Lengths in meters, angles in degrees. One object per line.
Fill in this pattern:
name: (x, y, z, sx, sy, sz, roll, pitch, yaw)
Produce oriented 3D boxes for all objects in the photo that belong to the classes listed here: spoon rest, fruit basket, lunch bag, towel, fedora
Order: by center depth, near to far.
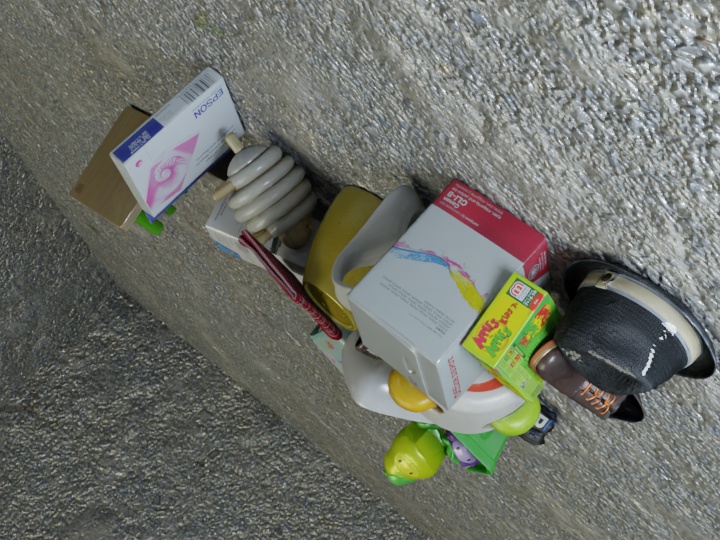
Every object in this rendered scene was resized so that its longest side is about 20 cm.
fedora: (0.281, 0.078, 1.306, 0.200, 0.092, 0.201, 40, 165, 13)
spoon rest: (0.022, -0.029, 1.493, 0.061, 0.200, 0.100, 14, 134, 27)
towel: (-0.100, 0.026, 1.752, 0.145, 0.022, 0.200, 48, 180, 27)
fruit basket: (0.125, 0.285, 2.055, 0.216, 0.216, 0.155, 45, 165, -7)
lunch bag: (0.004, 0.136, 2.117, 0.170, 0.122, 0.200, 43, 159, -4)

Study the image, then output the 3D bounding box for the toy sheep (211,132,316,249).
toy sheep: (-0.140, -0.117, 1.783, 0.200, 0.138, 0.138, 54, 162, -15)

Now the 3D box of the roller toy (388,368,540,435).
roller toy: (0.142, 0.109, 1.566, 0.199, 0.183, 0.140, 8, 158, 4)

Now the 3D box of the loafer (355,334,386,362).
loafer: (0.043, 0.030, 1.614, 0.063, 0.200, 0.072, 12, -162, -4)

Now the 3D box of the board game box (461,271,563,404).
board game box: (0.188, 0.082, 1.393, 0.048, 0.102, 0.200, 34, 176, 26)

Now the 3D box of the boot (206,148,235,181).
boot: (-0.217, -0.172, 1.950, 0.200, 0.074, 0.075, 41, 171, -2)

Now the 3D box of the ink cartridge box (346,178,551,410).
ink cartridge box: (0.106, 0.030, 1.417, 0.145, 0.200, 0.145, 36, 163, 25)

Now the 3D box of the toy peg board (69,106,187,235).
toy peg board: (-0.399, -0.170, 2.199, 0.199, 0.200, 0.098, 28, 173, 44)

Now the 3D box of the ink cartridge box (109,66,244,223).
ink cartridge box: (-0.261, -0.176, 1.801, 0.043, 0.196, 0.200, 37, 164, 26)

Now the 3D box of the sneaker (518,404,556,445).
sneaker: (0.236, 0.197, 1.803, 0.112, 0.073, 0.200, 27, 166, 37)

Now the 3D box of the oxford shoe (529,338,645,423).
oxford shoe: (0.273, 0.130, 1.412, 0.200, 0.071, 0.073, 22, -155, -43)

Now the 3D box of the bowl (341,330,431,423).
bowl: (0.076, 0.148, 1.859, 0.200, 0.075, 0.200, 11, -156, -13)

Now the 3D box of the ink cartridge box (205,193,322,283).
ink cartridge box: (-0.129, -0.047, 1.906, 0.200, 0.084, 0.145, 23, 168, 8)

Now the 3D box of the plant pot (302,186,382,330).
plant pot: (0.000, 0.000, 1.717, 0.200, 0.142, 0.200, 40, 164, 14)
